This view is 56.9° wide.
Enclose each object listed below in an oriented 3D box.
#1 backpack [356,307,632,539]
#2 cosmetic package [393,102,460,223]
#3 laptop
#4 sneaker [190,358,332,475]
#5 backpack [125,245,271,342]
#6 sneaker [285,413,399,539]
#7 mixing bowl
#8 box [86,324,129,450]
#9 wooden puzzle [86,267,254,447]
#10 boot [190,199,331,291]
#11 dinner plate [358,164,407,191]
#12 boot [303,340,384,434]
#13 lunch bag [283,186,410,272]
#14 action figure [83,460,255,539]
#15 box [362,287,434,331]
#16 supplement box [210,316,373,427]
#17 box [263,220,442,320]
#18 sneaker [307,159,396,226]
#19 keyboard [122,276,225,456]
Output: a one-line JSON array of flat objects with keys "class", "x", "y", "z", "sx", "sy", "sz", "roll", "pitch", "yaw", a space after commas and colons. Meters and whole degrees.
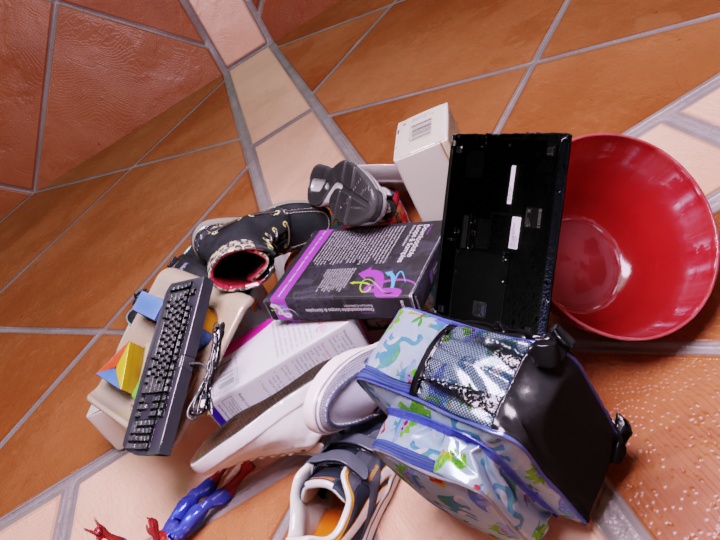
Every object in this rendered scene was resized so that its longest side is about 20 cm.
[{"class": "backpack", "x": 0.092, "y": 0.125, "z": 0.561, "sx": 0.198, "sy": 0.183, "sz": 0.148, "roll": 18, "pitch": 68, "yaw": 49}, {"class": "cosmetic package", "x": 0.114, "y": -0.090, "z": 0.832, "sx": 0.072, "sy": 0.202, "sz": 0.105, "roll": -18, "pitch": 33, "yaw": 20}, {"class": "laptop", "x": 0.130, "y": -0.035, "z": 0.646, "sx": 0.102, "sy": 0.182, "sz": 0.198, "roll": 1, "pitch": 7, "yaw": -42}, {"class": "sneaker", "x": -0.089, "y": 0.184, "z": 0.730, "sx": 0.197, "sy": 0.086, "sz": 0.073, "roll": -30, "pitch": 11, "yaw": 1}, {"class": "backpack", "x": -0.209, "y": 0.072, "z": 0.937, "sx": 0.198, "sy": 0.155, "sz": 0.176, "roll": 14, "pitch": 52, "yaw": 49}, {"class": "sneaker", "x": -0.012, "y": 0.202, "z": 0.651, "sx": 0.077, "sy": 0.080, "sz": 0.202, "roll": -13, "pitch": 34, "yaw": 29}, {"class": "mixing bowl", "x": 0.237, "y": -0.020, "z": 0.668, "sx": 0.199, "sy": 0.201, "sz": 0.109, "roll": -41, "pitch": -8, "yaw": -16}, {"class": "box", "x": -0.330, "y": 0.159, "z": 0.998, "sx": 0.067, "sy": 0.083, "sz": 0.202, "roll": -21, "pitch": 31, "yaw": 15}, {"class": "wooden puzzle", "x": -0.241, "y": 0.092, "z": 0.808, "sx": 0.182, "sy": 0.046, "sz": 0.203, "roll": 15, "pitch": 69, "yaw": 40}, {"class": "boot", "x": -0.117, "y": -0.032, "z": 0.875, "sx": 0.199, "sy": 0.075, "sz": 0.154, "roll": -12, "pitch": 22, "yaw": -16}, {"class": "dinner plate", "x": 0.056, "y": -0.141, "z": 1.030, "sx": 0.194, "sy": 0.025, "sz": 0.200, "roll": 1, "pitch": 2, "yaw": 0}, {"class": "boot", "x": 0.035, "y": 0.114, "z": 0.689, "sx": 0.089, "sy": 0.075, "sz": 0.198, "roll": 6, "pitch": 23, "yaw": 41}, {"class": "lunch bag", "x": -0.006, "y": -0.038, "z": 0.992, "sx": 0.172, "sy": 0.083, "sz": 0.202, "roll": -5, "pitch": 38, "yaw": 30}, {"class": "action figure", "x": -0.214, "y": 0.265, "z": 0.729, "sx": 0.064, "sy": 0.100, "sz": 0.201, "roll": 6, "pitch": 50, "yaw": 46}, {"class": "box", "x": 0.075, "y": 0.021, "z": 0.824, "sx": 0.196, "sy": 0.083, "sz": 0.050, "roll": -10, "pitch": 35, "yaw": 33}, {"class": "supplement box", "x": -0.081, "y": 0.117, "z": 0.810, "sx": 0.197, "sy": 0.104, "sz": 0.102, "roll": -31, "pitch": 29, "yaw": 4}, {"class": "box", "x": 0.000, "y": 0.000, "z": 0.782, "sx": 0.196, "sy": 0.037, "sz": 0.144, "roll": -4, "pitch": 36, "yaw": 32}, {"class": "sneaker", "x": 0.013, "y": -0.098, "z": 0.876, "sx": 0.200, "sy": 0.113, "sz": 0.078, "roll": 32, "pitch": 111, "yaw": 62}, {"class": "keyboard", "x": -0.199, "y": 0.102, "z": 0.734, "sx": 0.124, "sy": 0.021, "sz": 0.205, "roll": -7, "pitch": 62, "yaw": 31}]
